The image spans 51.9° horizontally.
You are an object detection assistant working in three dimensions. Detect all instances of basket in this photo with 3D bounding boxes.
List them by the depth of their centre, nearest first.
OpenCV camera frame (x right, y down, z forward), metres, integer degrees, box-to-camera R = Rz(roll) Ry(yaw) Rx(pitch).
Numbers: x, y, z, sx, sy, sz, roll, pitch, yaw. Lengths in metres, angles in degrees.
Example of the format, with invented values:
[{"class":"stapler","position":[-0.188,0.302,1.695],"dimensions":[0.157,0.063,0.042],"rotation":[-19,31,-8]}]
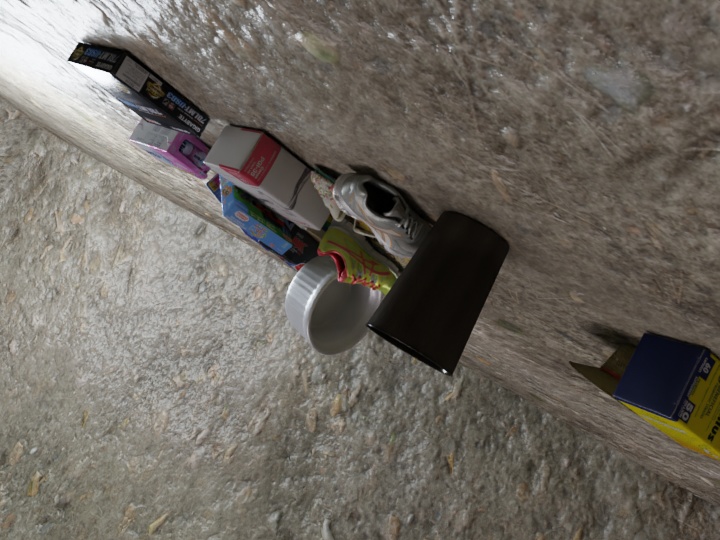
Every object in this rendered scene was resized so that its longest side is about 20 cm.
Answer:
[{"class":"basket","position":[0.119,0.030,1.067],"dimensions":[0.136,0.201,0.180],"rotation":[26,172,30]}]

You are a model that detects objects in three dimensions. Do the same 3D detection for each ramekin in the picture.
[{"class":"ramekin","position":[-0.058,0.062,1.506],"dimensions":[0.098,0.201,0.200],"rotation":[31,176,39]}]

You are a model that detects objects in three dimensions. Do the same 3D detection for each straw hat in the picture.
[{"class":"straw hat","position":[0.443,0.170,1.217],"dimensions":[0.200,0.085,0.201],"rotation":[33,-173,-5]}]

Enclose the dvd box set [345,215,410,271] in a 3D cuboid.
[{"class":"dvd box set","position":[0.044,-0.049,1.347],"dimensions":[0.199,0.029,0.147],"rotation":[25,153,36]}]

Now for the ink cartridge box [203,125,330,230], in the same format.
[{"class":"ink cartridge box","position":[-0.153,-0.162,1.303],"dimensions":[0.200,0.083,0.146],"rotation":[36,171,-38]}]

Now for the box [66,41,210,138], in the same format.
[{"class":"box","position":[-0.398,-0.322,1.327],"dimensions":[0.199,0.050,0.198],"rotation":[24,170,43]}]

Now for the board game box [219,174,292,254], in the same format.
[{"class":"board game box","position":[-0.204,-0.141,1.418],"dimensions":[0.151,0.037,0.201],"rotation":[35,-153,-39]}]

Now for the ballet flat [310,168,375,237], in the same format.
[{"class":"ballet flat","position":[-0.007,-0.099,1.217],"dimensions":[0.199,0.064,0.076],"rotation":[29,-177,12]}]

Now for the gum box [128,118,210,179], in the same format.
[{"class":"gum box","position":[-0.414,-0.274,1.649],"dimensions":[0.199,0.066,0.113],"rotation":[23,169,45]}]

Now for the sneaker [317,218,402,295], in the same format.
[{"class":"sneaker","position":[0.000,0.000,1.350],"dimensions":[0.200,0.090,0.078],"rotation":[43,158,-7]}]

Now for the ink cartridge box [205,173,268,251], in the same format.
[{"class":"ink cartridge box","position":[-0.249,-0.132,1.701],"dimensions":[0.200,0.076,0.136],"rotation":[51,-177,24]}]

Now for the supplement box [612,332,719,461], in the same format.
[{"class":"supplement box","position":[0.488,0.192,1.082],"dimensions":[0.200,0.109,0.109],"rotation":[33,172,-28]}]

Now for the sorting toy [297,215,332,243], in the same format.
[{"class":"sorting toy","position":[-0.053,-0.070,1.610],"dimensions":[0.199,0.070,0.199],"rotation":[33,172,-23]}]

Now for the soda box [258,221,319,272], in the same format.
[{"class":"soda box","position":[-0.126,-0.038,1.549],"dimensions":[0.063,0.071,0.200],"rotation":[23,170,34]}]

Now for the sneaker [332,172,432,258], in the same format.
[{"class":"sneaker","position":[0.052,-0.078,1.123],"dimensions":[0.199,0.076,0.092],"rotation":[32,169,-24]}]
